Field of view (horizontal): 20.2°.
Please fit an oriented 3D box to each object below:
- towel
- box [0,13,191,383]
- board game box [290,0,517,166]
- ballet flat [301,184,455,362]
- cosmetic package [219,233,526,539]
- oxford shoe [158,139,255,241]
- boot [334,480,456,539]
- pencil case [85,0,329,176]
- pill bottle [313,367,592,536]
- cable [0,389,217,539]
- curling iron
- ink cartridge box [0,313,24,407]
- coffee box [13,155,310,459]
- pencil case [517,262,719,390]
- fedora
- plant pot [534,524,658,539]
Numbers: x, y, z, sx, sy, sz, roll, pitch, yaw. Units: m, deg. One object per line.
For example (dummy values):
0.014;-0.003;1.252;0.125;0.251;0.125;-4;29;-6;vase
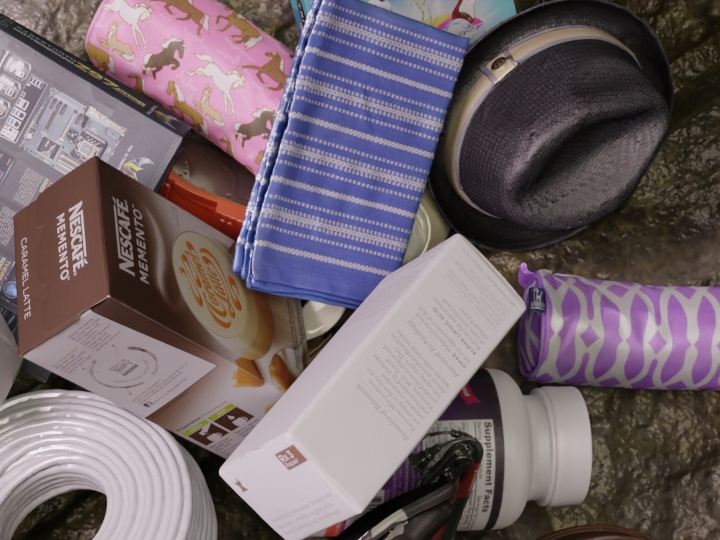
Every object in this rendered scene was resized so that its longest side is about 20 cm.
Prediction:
-0.003;-0.075;1.348;0.144;0.024;0.202;13;96;-43;towel
-0.229;-0.049;1.366;0.157;0.051;0.201;30;103;-3;box
0.033;-0.175;1.433;0.150;0.047;0.201;-20;110;-13;board game box
0.000;0.000;1.429;0.069;0.069;0.200;45;76;-1;ballet flat
0.010;0.074;1.282;0.074;0.102;0.200;45;57;-8;cosmetic package
-0.125;-0.061;1.427;0.199;0.071;0.073;33;43;4;oxford shoe
0.029;0.252;1.274;0.200;0.069;0.174;-43;93;-8;boot
-0.093;-0.128;1.399;0.199;0.087;0.083;33;65;16;pencil case
0.054;0.124;1.395;0.198;0.111;0.112;-1;81;-11;pill bottle
-0.194;0.168;1.308;0.198;0.069;0.201;-13;50;1;cable
0.039;0.186;1.350;0.049;0.026;0.201;8;121;-12;curling iron
-0.326;0.089;1.313;0.199;0.117;0.068;-26;103;5;ink cartridge box
-0.125;0.029;1.309;0.200;0.079;0.115;32;37;-43;coffee box
0.206;0.042;1.455;0.198;0.084;0.086;5;57;-11;pencil case
0.146;-0.089;1.417;0.199;0.092;0.202;-9;117;-18;fedora
0.188;0.267;1.353;0.199;0.198;0.202;2;81;-11;plant pot
